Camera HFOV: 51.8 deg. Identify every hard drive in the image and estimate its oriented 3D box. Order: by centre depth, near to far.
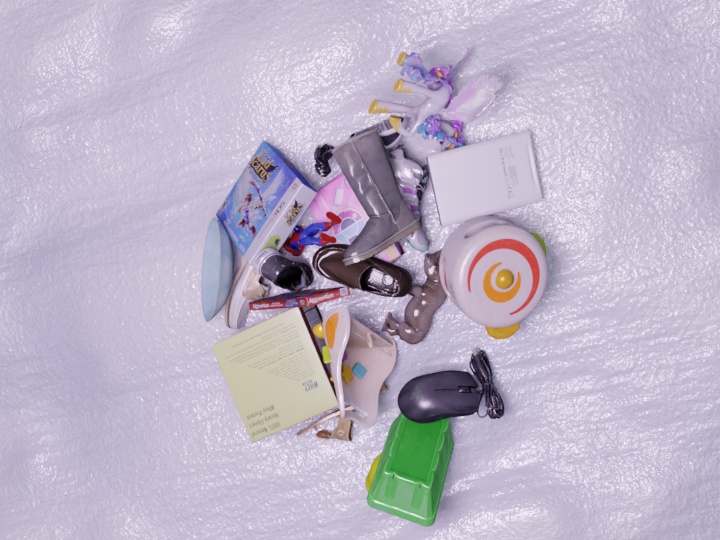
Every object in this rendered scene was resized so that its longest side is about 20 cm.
[{"bbox_3d":[0.231,-0.171,1.382,0.195,0.026,0.135,-14,97,-2],"label":"hard drive"}]

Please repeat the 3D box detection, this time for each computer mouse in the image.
[{"bbox_3d":[0.165,0.224,1.391,0.195,0.053,0.141,-12,62,-6],"label":"computer mouse"},{"bbox_3d":[0.004,-0.238,1.424,0.196,0.110,0.045,-20,117,5],"label":"computer mouse"}]

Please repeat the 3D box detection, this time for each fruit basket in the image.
[{"bbox_3d":[0.088,0.387,1.422,0.152,0.215,0.221,15,97,10],"label":"fruit basket"}]

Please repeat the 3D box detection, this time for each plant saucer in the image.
[{"bbox_3d":[-0.280,-0.001,1.463,0.038,0.200,0.207,3,96,-21],"label":"plant saucer"}]

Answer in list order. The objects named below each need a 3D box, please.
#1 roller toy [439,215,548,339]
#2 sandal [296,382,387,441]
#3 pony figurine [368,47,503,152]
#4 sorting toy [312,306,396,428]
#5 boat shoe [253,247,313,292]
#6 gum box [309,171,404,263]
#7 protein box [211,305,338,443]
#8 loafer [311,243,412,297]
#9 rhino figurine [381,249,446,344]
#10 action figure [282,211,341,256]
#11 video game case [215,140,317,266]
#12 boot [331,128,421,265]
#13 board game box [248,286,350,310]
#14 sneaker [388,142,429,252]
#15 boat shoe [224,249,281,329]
[{"bbox_3d":[0.239,0.004,1.341,0.180,0.140,0.203,27,97,-14],"label":"roller toy"},{"bbox_3d":[-0.027,0.304,1.476,0.209,0.078,0.071,-32,82,7],"label":"sandal"},{"bbox_3d":[0.141,-0.312,1.350,0.197,0.168,0.195,20,117,-29],"label":"pony figurine"},{"bbox_3d":[-0.013,0.193,1.380,0.105,0.199,0.184,-18,60,23],"label":"sorting toy"},{"bbox_3d":[-0.130,0.010,1.407,0.066,0.200,0.070,41,91,23],"label":"boat shoe"},{"bbox_3d":[-0.012,-0.090,1.445,0.112,0.066,0.203,-30,89,13],"label":"gum box"},{"bbox_3d":[-0.151,0.193,1.462,0.195,0.135,0.204,-24,89,12],"label":"protein box"},{"bbox_3d":[0.000,0.000,1.380,0.195,0.071,0.075,14,99,10],"label":"loafer"},{"bbox_3d":[0.119,0.050,1.435,0.086,0.060,0.203,28,98,7],"label":"rhino figurine"},{"bbox_3d":[-0.122,-0.076,1.412,0.097,0.199,0.067,24,71,-21],"label":"action figure"},{"bbox_3d":[-0.187,-0.129,1.430,0.183,0.045,0.200,-53,43,10],"label":"video game case"},{"bbox_3d":[0.003,-0.132,1.340,0.180,0.072,0.203,-31,98,-23],"label":"boot"},{"bbox_3d":[-0.118,0.054,1.410,0.198,0.101,0.020,-7,94,50],"label":"board game box"},{"bbox_3d":[0.107,-0.148,1.413,0.139,0.078,0.202,-35,93,8],"label":"sneaker"},{"bbox_3d":[-0.217,0.029,1.493,0.067,0.075,0.204,20,100,10],"label":"boat shoe"}]
